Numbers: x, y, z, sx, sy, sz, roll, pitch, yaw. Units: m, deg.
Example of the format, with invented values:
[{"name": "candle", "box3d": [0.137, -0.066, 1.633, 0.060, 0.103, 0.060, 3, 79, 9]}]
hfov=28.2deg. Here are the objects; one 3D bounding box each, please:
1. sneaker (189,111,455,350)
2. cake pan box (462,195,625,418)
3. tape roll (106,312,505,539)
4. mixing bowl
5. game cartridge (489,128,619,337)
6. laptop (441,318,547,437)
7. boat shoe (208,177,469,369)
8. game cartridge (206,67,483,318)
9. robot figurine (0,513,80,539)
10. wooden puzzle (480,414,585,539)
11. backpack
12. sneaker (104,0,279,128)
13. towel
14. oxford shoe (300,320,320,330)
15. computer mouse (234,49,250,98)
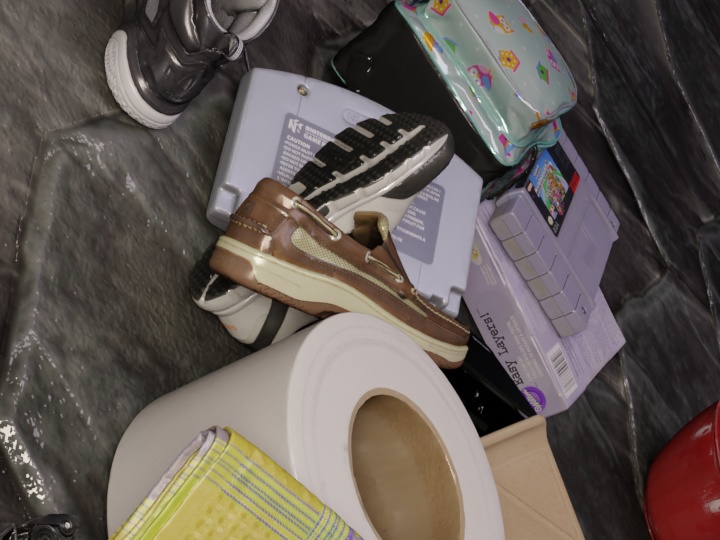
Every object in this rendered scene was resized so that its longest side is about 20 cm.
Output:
[{"name": "sneaker", "box3d": [-0.017, -0.025, 0.940, 0.080, 0.199, 0.074, 54, -4, -35]}, {"name": "cake pan box", "box3d": [0.156, 0.019, 1.281, 0.201, 0.052, 0.184, 63, 32, -4]}, {"name": "tape roll", "box3d": [-0.026, 0.142, 0.820, 0.202, 0.138, 0.204, 38, 39, -39]}, {"name": "mixing bowl", "box3d": [0.337, 0.226, 1.355, 0.200, 0.108, 0.202, 37, 40, -40]}, {"name": "game cartridge", "box3d": [0.178, -0.045, 1.283, 0.130, 0.038, 0.200, 59, 30, -18]}, {"name": "laptop", "box3d": [0.052, 0.107, 1.094, 0.177, 0.103, 0.201, 38, 65, -37]}, {"name": "boat shoe", "box3d": [0.004, 0.001, 0.877, 0.202, 0.074, 0.075, 25, 86, -43]}, {"name": "game cartridge", "box3d": [-0.006, -0.058, 1.017, 0.199, 0.041, 0.134, 24, 56, -22]}, {"name": "robot figurine", "box3d": [-0.158, 0.204, 0.648, 0.146, 0.058, 0.200, 57, 32, -14]}, {"name": "wooden puzzle", "box3d": [0.098, 0.222, 1.022, 0.184, 0.037, 0.202, -15, 86, -42]}, {"name": "backpack", "box3d": [0.089, -0.152, 1.200, 0.176, 0.153, 0.200, 53, 19, 5]}, {"name": "sneaker", "box3d": [-0.111, -0.197, 0.955, 0.075, 0.113, 0.202, 30, 45, -45]}, {"name": "towel", "box3d": [-0.047, 0.178, 0.674, 0.200, 0.023, 0.144, 43, 81, -27]}, {"name": "oxford shoe", "box3d": [0.039, 0.099, 0.947, 0.071, 0.072, 0.201, -26, 68, -27]}, {"name": "computer mouse", "box3d": [-0.073, -0.155, 1.064, 0.058, 0.034, 0.202, 1, 67, -56]}]
